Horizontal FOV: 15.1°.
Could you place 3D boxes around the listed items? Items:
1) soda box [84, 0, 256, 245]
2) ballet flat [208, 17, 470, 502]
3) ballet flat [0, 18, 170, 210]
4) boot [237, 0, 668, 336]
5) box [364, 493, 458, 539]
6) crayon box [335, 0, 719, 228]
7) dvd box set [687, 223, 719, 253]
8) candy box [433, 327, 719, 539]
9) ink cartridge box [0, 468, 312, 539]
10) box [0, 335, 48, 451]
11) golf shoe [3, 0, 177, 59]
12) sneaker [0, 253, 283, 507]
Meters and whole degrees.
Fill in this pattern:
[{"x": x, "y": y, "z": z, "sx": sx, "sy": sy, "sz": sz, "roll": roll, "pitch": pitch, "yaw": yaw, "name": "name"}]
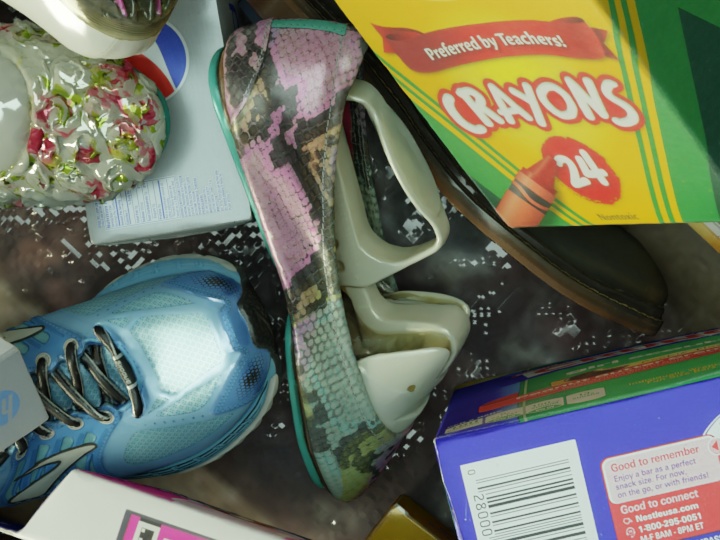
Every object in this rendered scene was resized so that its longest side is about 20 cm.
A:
[{"x": -0.082, "y": -0.112, "z": 1.016, "sx": 0.063, "sy": 0.068, "sz": 0.200, "roll": -9, "pitch": 92, "yaw": 6, "name": "soda box"}, {"x": 0.000, "y": 0.000, "z": 0.983, "sx": 0.071, "sy": 0.069, "sz": 0.200, "roll": -4, "pitch": 119, "yaw": 18, "name": "ballet flat"}, {"x": -0.163, "y": -0.063, "z": 0.989, "sx": 0.200, "sy": 0.064, "sz": 0.076, "roll": 15, "pitch": 106, "yaw": 33, "name": "ballet flat"}, {"x": 0.058, "y": -0.069, "z": 1.005, "sx": 0.200, "sy": 0.075, "sz": 0.097, "roll": 41, "pitch": 98, "yaw": 3, "name": "boot"}, {"x": 0.000, "y": 0.200, "z": 1.040, "sx": 0.119, "sy": 0.041, "sz": 0.200, "roll": 38, "pitch": 97, "yaw": 2, "name": "box"}, {"x": 0.047, "y": -0.100, "z": 0.887, "sx": 0.200, "sy": 0.127, "sz": 0.051, "roll": 51, "pitch": 62, "yaw": -24, "name": "crayon box"}, {"x": 0.107, "y": -0.087, "z": 0.925, "sx": 0.200, "sy": 0.146, "sz": 0.029, "roll": 42, "pitch": 64, "yaw": -9, "name": "dvd box set"}, {"x": 0.118, "y": 0.063, "z": 0.943, "sx": 0.169, "sy": 0.200, "sz": 0.077, "roll": -13, "pitch": 90, "yaw": 4, "name": "candy box"}, {"x": -0.042, "y": 0.107, "z": 0.982, "sx": 0.200, "sy": 0.095, "sz": 0.037, "roll": 14, "pitch": 85, "yaw": 24, "name": "ink cartridge box"}, {"x": -0.228, "y": 0.034, "z": 0.962, "sx": 0.156, "sy": 0.041, "sz": 0.200, "roll": -35, "pitch": 46, "yaw": -18, "name": "box"}, {"x": -0.132, "y": -0.126, "z": 0.957, "sx": 0.200, "sy": 0.073, "sz": 0.092, "roll": 46, "pitch": 127, "yaw": 34, "name": "golf shoe"}, {"x": -0.119, "y": 0.056, "z": 0.993, "sx": 0.200, "sy": 0.090, "sz": 0.078, "roll": -23, "pitch": 91, "yaw": 24, "name": "sneaker"}]
